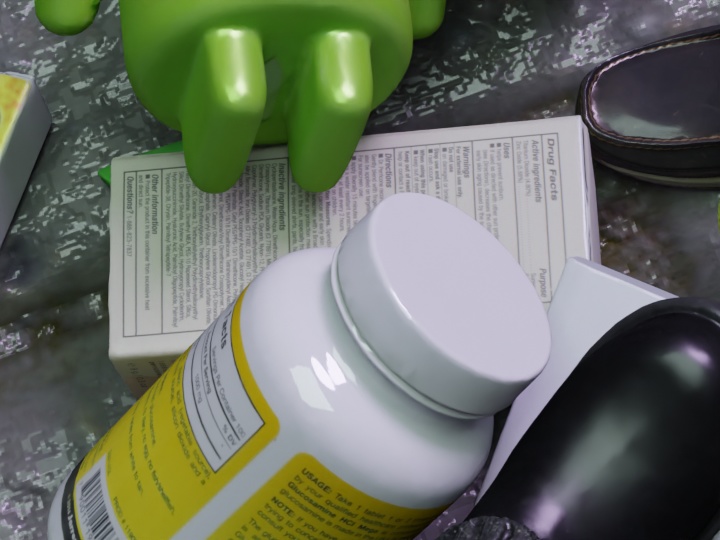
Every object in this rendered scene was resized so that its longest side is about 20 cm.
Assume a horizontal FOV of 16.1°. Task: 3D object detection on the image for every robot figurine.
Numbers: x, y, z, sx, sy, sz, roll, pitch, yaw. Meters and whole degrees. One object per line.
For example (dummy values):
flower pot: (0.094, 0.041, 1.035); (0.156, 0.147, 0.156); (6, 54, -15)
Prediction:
robot figurine: (-0.042, -0.132, 1.018); (0.174, 0.116, 0.201); (-2, 62, -13)

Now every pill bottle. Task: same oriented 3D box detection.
pill bottle: (-0.022, 0.065, 0.961); (0.200, 0.112, 0.113); (-45, 61, 32)

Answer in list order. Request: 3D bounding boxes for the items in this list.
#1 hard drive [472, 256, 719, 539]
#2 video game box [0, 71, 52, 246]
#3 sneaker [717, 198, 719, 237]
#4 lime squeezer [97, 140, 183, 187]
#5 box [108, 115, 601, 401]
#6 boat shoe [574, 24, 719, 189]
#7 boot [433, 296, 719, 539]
hard drive: (0.105, 0.112, 0.972); (0.131, 0.027, 0.201); (23, 99, 17)
video game box: (-0.254, -0.012, 1.116); (0.181, 0.047, 0.201); (15, 71, 17)
sneaker: (0.199, 0.047, 1.000); (0.074, 0.083, 0.202); (-14, 82, 38)
lime squeezer: (-0.021, -0.090, 1.125); (0.200, 0.038, 0.071); (-45, 37, -9)
box: (0.000, 0.000, 1.053); (0.198, 0.078, 0.096); (-3, 67, 8)
boat shoe: (0.187, -0.086, 1.061); (0.198, 0.073, 0.075); (-8, 66, 6)
boot: (0.060, 0.103, 0.890); (0.079, 0.158, 0.212); (38, 103, 15)
